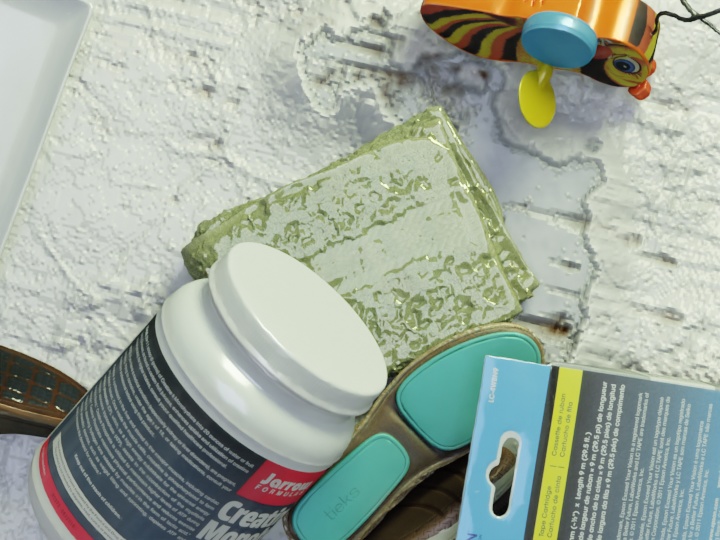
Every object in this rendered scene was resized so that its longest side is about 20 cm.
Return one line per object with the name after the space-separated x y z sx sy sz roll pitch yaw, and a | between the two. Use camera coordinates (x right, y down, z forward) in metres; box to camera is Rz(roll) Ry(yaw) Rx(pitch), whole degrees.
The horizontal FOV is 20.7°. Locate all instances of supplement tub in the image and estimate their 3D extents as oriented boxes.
-0.093 0.096 1.191 0.140 0.140 0.200 44 110 3 | supplement tub

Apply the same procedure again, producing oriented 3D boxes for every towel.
0.000 0.000 1.266 0.199 0.036 0.149 -27 89 1 | towel

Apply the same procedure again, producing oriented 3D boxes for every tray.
-0.254 -0.098 1.286 0.107 0.022 0.201 21 90 4 | tray

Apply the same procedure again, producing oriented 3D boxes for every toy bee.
0.141 -0.142 1.237 0.199 0.109 0.131 29 75 33 | toy bee

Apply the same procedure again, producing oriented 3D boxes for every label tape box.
0.154 0.133 1.221 0.199 0.066 0.144 9 91 -10 | label tape box

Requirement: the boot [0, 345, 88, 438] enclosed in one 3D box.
-0.272 0.098 1.274 0.199 0.075 0.097 15 115 -8 | boot

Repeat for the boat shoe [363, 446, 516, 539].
0.030 0.195 1.253 0.202 0.075 0.075 -38 111 0 | boat shoe

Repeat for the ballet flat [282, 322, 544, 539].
0.029 0.102 1.247 0.200 0.065 0.071 -37 93 -3 | ballet flat
